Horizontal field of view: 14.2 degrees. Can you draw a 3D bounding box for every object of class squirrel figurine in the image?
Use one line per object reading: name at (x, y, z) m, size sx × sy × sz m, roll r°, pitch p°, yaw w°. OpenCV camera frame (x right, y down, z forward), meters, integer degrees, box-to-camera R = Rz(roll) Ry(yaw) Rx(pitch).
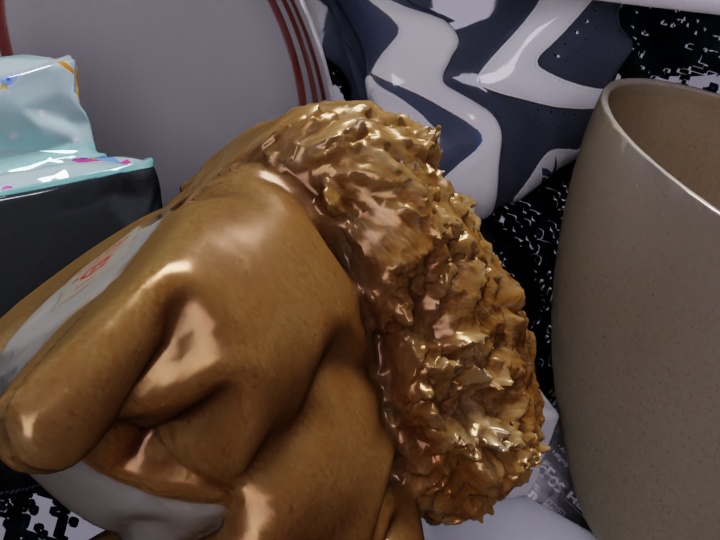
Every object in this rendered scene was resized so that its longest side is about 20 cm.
squirrel figurine at (-0.009, 0.061, 0.853) m, size 0.200 × 0.141 × 0.187 m, roll -44°, pitch 102°, yaw -25°

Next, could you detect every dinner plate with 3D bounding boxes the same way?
dinner plate at (-0.077, -0.072, 1.017) m, size 0.024 × 0.200 × 0.201 m, roll -33°, pitch 88°, yaw -40°

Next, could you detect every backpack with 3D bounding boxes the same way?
backpack at (-0.160, 0.013, 0.988) m, size 0.175 × 0.200 × 0.154 m, roll -15°, pitch 82°, yaw -19°

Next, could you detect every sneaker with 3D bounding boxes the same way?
sneaker at (0.041, -0.121, 1.063) m, size 0.129 × 0.080 × 0.200 m, roll -17°, pitch 73°, yaw -17°

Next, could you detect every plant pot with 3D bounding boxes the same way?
plant pot at (0.142, 0.041, 0.964) m, size 0.199 × 0.200 × 0.135 m, roll 26°, pitch 107°, yaw 0°

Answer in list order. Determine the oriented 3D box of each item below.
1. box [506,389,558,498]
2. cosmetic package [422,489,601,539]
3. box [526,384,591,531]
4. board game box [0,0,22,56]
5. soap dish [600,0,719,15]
box at (0.000, 0.000, 1.012) m, size 0.041 × 0.039 × 0.200 m, roll -10°, pitch 46°, yaw -31°
cosmetic package at (-0.003, 0.171, 0.963) m, size 0.199 × 0.123 × 0.200 m, roll 28°, pitch 52°, yaw 9°
box at (0.160, 0.094, 1.067) m, size 0.200 × 0.049 × 0.160 m, roll 43°, pitch 85°, yaw 1°
board game box at (-0.100, -0.158, 1.045) m, size 0.157 × 0.039 × 0.201 m, roll 10°, pitch 125°, yaw 2°
soap dish at (0.080, -0.170, 0.970) m, size 0.199 × 0.158 × 0.082 m, roll 6°, pitch 45°, yaw -11°
